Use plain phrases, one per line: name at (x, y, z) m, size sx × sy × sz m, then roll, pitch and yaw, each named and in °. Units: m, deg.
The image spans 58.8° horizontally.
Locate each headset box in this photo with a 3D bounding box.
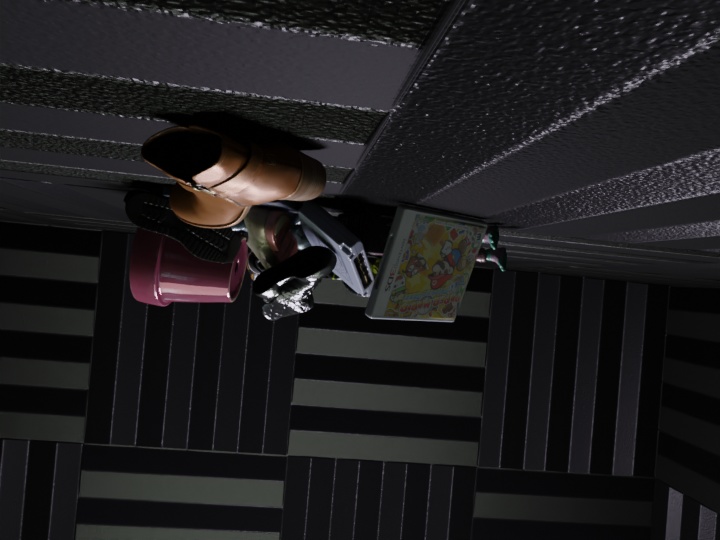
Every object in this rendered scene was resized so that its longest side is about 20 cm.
headset box at (0.051, -0.061, 1.128) m, size 0.145 × 0.077 × 0.200 m, roll 5°, pitch 180°, yaw -17°

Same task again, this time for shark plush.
shark plush at (-0.154, -0.072, 1.150) m, size 0.197 × 0.085 × 0.090 m, roll 2°, pitch -179°, yaw -36°

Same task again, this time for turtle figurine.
turtle figurine at (0.171, -0.036, 1.212) m, size 0.196 × 0.103 × 0.149 m, roll -5°, pitch 158°, yaw 28°

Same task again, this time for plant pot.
plant pot at (-0.314, -0.022, 1.210) m, size 0.175 × 0.205 × 0.200 m, roll 12°, pitch 179°, yaw 2°

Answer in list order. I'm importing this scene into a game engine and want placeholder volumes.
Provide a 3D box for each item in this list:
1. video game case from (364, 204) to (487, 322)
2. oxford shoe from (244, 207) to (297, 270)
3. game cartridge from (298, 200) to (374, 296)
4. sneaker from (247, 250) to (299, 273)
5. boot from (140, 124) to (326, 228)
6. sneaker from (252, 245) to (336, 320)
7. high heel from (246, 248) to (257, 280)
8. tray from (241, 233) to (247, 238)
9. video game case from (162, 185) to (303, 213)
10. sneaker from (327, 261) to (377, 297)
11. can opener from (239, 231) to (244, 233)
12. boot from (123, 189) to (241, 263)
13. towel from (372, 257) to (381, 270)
video game case at (0.111, -0.005, 1.047) m, size 0.197 × 0.186 × 0.023 m, roll 5°, pitch -162°, yaw -40°
oxford shoe at (-0.156, -0.044, 1.106) m, size 0.072 × 0.072 × 0.202 m, roll 19°, pitch 147°, yaw 13°
game cartridge at (-0.041, -0.037, 1.076) m, size 0.132 × 0.041 × 0.201 m, roll 37°, pitch 166°, yaw 21°
sneaker at (-0.120, -0.042, 1.241) m, size 0.197 × 0.074 × 0.112 m, roll -27°, pitch -167°, yaw -13°
boot at (-0.147, -0.085, 0.600) m, size 0.196 × 0.079 × 0.154 m, roll 2°, pitch 179°, yaw 30°
sneaker at (-0.104, 0.027, 1.088) m, size 0.197 × 0.061 × 0.104 m, roll -21°, pitch 142°, yaw 25°
high heel at (-0.253, -0.049, 1.537) m, size 0.070 × 0.146 × 0.200 m, roll 5°, pitch 179°, yaw -9°
tray at (-0.198, -0.082, 1.315) m, size 0.106 × 0.022 × 0.199 m, roll -33°, pitch -167°, yaw -19°
video game case at (-0.203, -0.116, 1.056) m, size 0.195 × 0.019 × 0.143 m, roll 4°, pitch 179°, yaw 12°
sneaker at (0.000, 0.000, 1.273) m, size 0.075 × 0.077 × 0.200 m, roll 4°, pitch -165°, yaw -27°
can opener at (-0.230, -0.095, 1.276) m, size 0.063 × 0.081 × 0.198 m, roll 15°, pitch 164°, yaw -39°
boot at (-0.307, -0.087, 1.096) m, size 0.198 × 0.078 × 0.138 m, roll 31°, pitch 179°, yaw -29°
towel at (0.054, 0.013, 1.162) m, size 0.086 × 0.018 × 0.200 m, roll 49°, pitch -179°, yaw 0°
